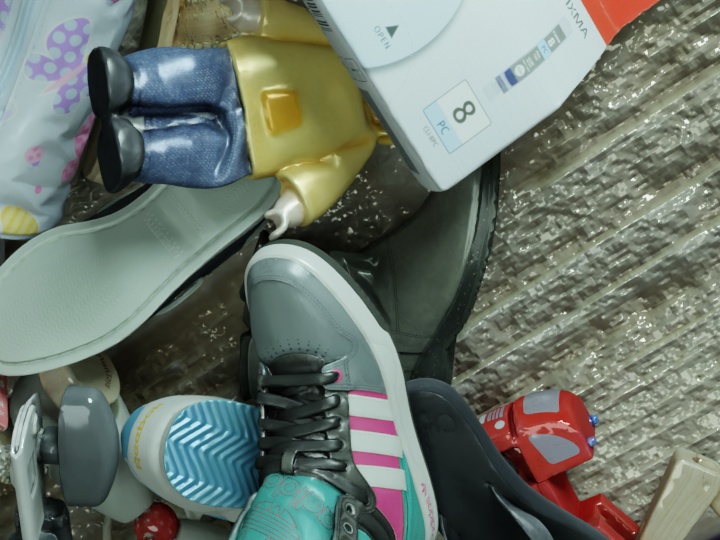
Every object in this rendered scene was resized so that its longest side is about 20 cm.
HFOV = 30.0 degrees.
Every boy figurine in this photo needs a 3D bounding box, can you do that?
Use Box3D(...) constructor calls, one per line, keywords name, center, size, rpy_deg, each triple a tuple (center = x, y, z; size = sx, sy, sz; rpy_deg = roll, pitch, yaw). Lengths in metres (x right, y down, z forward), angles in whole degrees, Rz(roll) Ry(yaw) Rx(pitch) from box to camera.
Box3D(name="boy figurine", center=(-0.036, -0.079, 0.688), size=(0.198, 0.064, 0.126), rpy_deg=(-6, 90, -21))

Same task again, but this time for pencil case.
Box3D(name="pencil case", center=(-0.170, -0.114, 0.713), size=(0.082, 0.091, 0.201), rpy_deg=(22, 118, -10))

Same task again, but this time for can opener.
Box3D(name="can opener", center=(-0.172, 0.156, 0.763), size=(0.066, 0.053, 0.202), rpy_deg=(6, 122, -1))

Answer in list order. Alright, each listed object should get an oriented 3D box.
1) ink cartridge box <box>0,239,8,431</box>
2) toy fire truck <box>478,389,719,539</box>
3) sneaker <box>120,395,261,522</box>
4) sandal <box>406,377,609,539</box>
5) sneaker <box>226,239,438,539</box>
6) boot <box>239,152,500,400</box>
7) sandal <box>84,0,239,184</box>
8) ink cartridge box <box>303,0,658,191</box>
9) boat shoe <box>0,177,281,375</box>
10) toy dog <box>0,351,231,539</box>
Box3D(name="ink cartridge box", center=(-0.268, 0.012, 0.777), size=(0.116, 0.202, 0.067), rpy_deg=(-23, 145, 18))
Box3D(name="toy fire truck", center=(0.167, 0.148, 0.777), size=(0.140, 0.049, 0.201), rpy_deg=(-25, 101, 18))
Box3D(name="sneaker", center=(-0.044, 0.117, 0.779), size=(0.199, 0.080, 0.077), rpy_deg=(28, 75, -33))
Box3D(name="sandal", center=(0.078, 0.149, 0.744), size=(0.200, 0.043, 0.076), rpy_deg=(44, 113, -7))
Box3D(name="sneaker", center=(-0.030, 0.097, 0.676), size=(0.083, 0.121, 0.202), rpy_deg=(-9, 113, 32))
Box3D(name="boot", center=(0.000, 0.000, 0.745), size=(0.129, 0.068, 0.202), rpy_deg=(15, 113, 0))
Box3D(name="sandal", center=(-0.082, -0.137, 0.729), size=(0.069, 0.078, 0.213), rpy_deg=(17, 108, -22))
Box3D(name="ink cartridge box", center=(0.071, -0.161, 0.645), size=(0.199, 0.047, 0.161), rpy_deg=(-36, 108, -3))
Box3D(name="boat shoe", center=(-0.122, -0.007, 0.745), size=(0.199, 0.060, 0.076), rpy_deg=(-30, 85, -2))
Box3D(name="toy dog", center=(-0.146, 0.112, 0.822), size=(0.130, 0.097, 0.201), rpy_deg=(-15, 120, 13))
